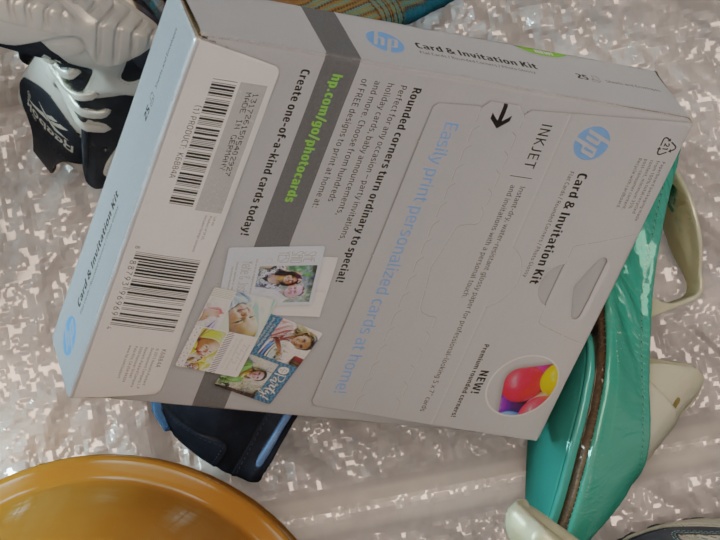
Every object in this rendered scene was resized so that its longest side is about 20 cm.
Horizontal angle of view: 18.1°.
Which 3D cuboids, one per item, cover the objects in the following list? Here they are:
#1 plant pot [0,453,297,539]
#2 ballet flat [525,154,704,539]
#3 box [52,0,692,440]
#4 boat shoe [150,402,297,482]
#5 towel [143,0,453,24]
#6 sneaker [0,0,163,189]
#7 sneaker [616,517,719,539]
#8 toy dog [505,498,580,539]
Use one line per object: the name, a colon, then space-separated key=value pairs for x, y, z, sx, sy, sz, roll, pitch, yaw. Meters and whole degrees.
plant pot: x=-0.100 y=0.166 z=0.838 sx=0.198 sy=0.183 sz=0.202 roll=0 pitch=83 yaw=0
ballet flat: x=0.108 y=0.022 z=0.920 sx=0.070 sy=0.067 sz=0.202 roll=5 pitch=84 yaw=-14
box: x=0.004 y=-0.015 z=0.831 sx=0.199 sy=0.041 sz=0.157 roll=7 pitch=123 yaw=-25
boat shoe: x=0.000 y=0.000 z=0.924 sx=0.069 sy=0.084 sz=0.200 roll=42 pitch=101 yaw=-2
towel: x=-0.041 y=-0.147 z=0.889 sx=0.147 sy=0.200 sz=0.022 roll=50 pitch=123 yaw=5
sneaker: x=-0.112 y=-0.080 z=0.877 sx=0.130 sy=0.199 sz=0.080 roll=-45 pitch=71 yaw=32
sneaker: x=0.189 y=0.149 z=0.890 sx=0.199 sy=0.086 sz=0.078 roll=19 pitch=82 yaw=2
toy dog: x=0.059 y=0.211 z=0.796 sx=0.194 sy=0.140 sz=0.200 roll=38 pitch=94 yaw=-18
